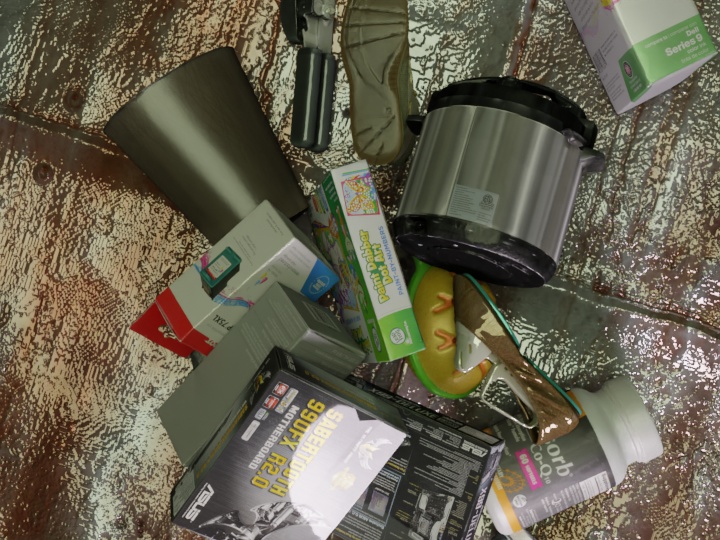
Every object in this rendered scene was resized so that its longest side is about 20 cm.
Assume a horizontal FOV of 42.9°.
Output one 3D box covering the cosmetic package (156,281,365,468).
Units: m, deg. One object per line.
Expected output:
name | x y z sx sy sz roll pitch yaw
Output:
cosmetic package | -0.106 0.120 0.965 0.200 0.107 0.090 -50 50 10

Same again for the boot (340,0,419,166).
boot | 0.028 -0.216 1.014 0.071 0.155 0.203 0 95 11

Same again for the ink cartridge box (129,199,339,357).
ink cartridge box | -0.133 0.033 0.979 0.200 0.116 0.067 -42 57 4

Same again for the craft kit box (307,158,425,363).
craft kit box | 0.000 0.000 0.989 0.048 0.200 0.199 -20 87 -12

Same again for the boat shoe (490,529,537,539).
boat shoe | 0.220 0.374 1.028 0.068 0.072 0.200 -45 84 0

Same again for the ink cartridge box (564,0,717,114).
ink cartridge box | 0.290 -0.291 1.000 0.087 0.145 0.202 -26 87 3

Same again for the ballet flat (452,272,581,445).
ballet flat | 0.143 0.099 0.942 0.072 0.068 0.201 -40 96 -7

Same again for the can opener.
can opener | -0.060 -0.241 1.081 0.066 0.052 0.203 -1 86 39

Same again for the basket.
basket | -0.158 -0.123 1.039 0.180 0.136 0.201 -37 92 -23

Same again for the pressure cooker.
pressure cooker | 0.138 -0.098 0.925 0.175 0.178 0.202 21 80 -24

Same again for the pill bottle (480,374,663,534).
pill bottle | 0.220 0.199 1.009 0.198 0.116 0.117 -26 87 3

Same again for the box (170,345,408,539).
box | -0.073 0.194 0.918 0.158 0.048 0.201 31 105 -24

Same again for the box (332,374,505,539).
box | 0.035 0.219 0.974 0.198 0.050 0.159 20 96 23

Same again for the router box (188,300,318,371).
router box | -0.110 0.120 1.068 0.156 0.052 0.202 -15 88 4

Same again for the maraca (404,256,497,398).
maraca | 0.099 0.041 1.025 0.106 0.136 0.202 -11 76 47
